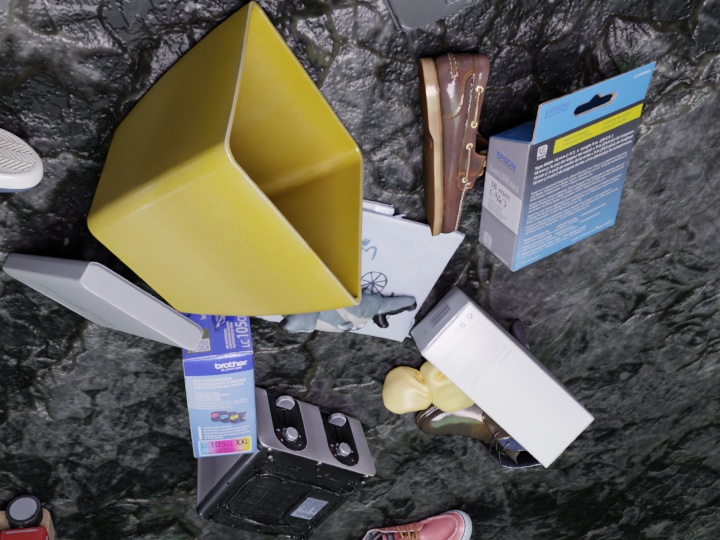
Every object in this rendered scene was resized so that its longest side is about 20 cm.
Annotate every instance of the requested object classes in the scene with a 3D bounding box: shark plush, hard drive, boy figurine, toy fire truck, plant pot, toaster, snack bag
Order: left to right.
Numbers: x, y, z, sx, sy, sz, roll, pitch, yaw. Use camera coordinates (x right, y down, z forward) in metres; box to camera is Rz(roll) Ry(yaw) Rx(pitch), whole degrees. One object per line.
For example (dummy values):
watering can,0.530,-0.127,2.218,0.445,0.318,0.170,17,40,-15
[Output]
toy fire truck,-0.496,0.395,1.076,0.174,0.201,0.129,-2,133,-11
hard drive,-0.256,0.027,0.823,0.199,0.027,0.132,6,155,49
plant pot,-0.121,-0.073,0.748,0.175,0.201,0.200,-20,135,22
toaster,-0.106,0.259,1.098,0.180,0.119,0.200,23,123,-29
shark plush,-0.021,0.027,0.915,0.198,0.091,0.084,13,99,-17
snack bag,0.000,0.000,0.951,0.198,0.022,0.189,11,129,-21
boy figurine,0.125,0.136,1.077,0.198,0.065,0.125,-21,134,8

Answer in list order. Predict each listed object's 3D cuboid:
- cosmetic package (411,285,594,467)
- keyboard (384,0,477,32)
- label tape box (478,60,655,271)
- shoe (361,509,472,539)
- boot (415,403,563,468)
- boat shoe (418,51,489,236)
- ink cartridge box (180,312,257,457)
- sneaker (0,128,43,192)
cosmetic package,0.162,0.119,0.976,0.200,0.108,0.085,43,94,-7
keyboard,0.055,-0.300,0.687,0.126,0.021,0.201,-18,135,12
label tape box,0.199,-0.113,0.833,0.143,0.063,0.201,-23,138,-22
shoe,0.078,0.436,1.336,0.200,0.072,0.091,-37,135,27
boot,0.179,0.218,1.141,0.198,0.097,0.075,-7,133,-7
boat shoe,0.095,-0.118,0.828,0.070,0.071,0.201,-8,134,-4
ink cartridge box,-0.156,0.089,0.916,0.076,0.137,0.201,-6,134,-10
sneaker,-0.385,-0.084,0.750,0.198,0.075,0.085,9,129,-7
